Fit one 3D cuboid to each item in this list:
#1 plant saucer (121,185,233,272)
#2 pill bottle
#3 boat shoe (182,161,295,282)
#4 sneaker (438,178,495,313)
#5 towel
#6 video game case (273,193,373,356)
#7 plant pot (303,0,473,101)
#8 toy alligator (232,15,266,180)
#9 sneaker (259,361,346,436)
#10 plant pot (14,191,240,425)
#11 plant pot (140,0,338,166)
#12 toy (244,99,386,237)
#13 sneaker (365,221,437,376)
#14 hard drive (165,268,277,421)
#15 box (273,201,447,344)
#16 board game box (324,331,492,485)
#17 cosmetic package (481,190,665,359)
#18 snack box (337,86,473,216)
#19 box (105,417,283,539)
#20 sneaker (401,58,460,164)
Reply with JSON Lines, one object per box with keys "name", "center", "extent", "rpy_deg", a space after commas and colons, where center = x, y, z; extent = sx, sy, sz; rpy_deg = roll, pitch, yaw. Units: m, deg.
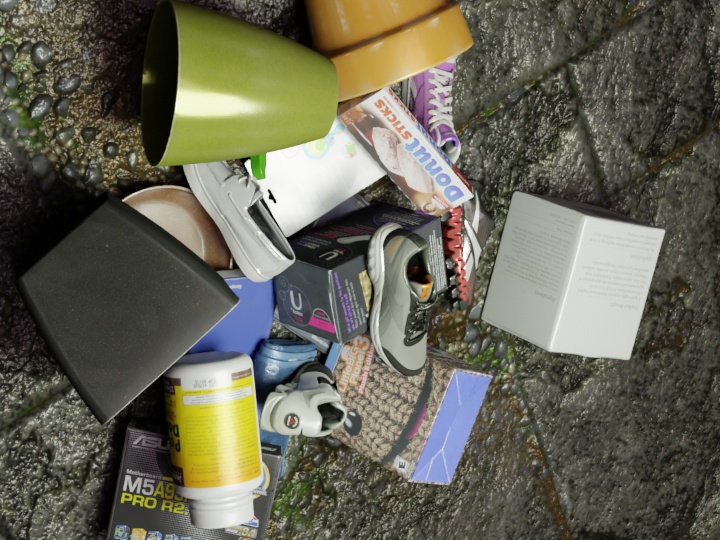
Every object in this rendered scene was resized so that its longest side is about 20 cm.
{"name": "plant saucer", "center": [-0.252, -0.010, 1.654], "extent": [0.200, 0.037, 0.201], "rpy_deg": [-11, 111, -30]}
{"name": "pill bottle", "center": [-0.176, 0.203, 1.632], "extent": [0.109, 0.109, 0.201], "rpy_deg": [-8, 96, -32]}
{"name": "boat shoe", "center": [-0.146, -0.082, 1.641], "extent": [0.200, 0.068, 0.072], "rpy_deg": [63, 25, -4]}
{"name": "sneaker", "center": [0.145, -0.040, 1.888], "extent": [0.098, 0.071, 0.201], "rpy_deg": [-18, 114, -25]}
{"name": "towel", "center": [-0.120, 0.187, 1.779], "extent": [0.112, 0.048, 0.201], "rpy_deg": [1, 110, -61]}
{"name": "video game case", "center": [-0.036, -0.002, 1.813], "extent": [0.143, 0.019, 0.200], "rpy_deg": [37, 85, -37]}
{"name": "plant pot", "center": [0.013, -0.325, 1.640], "extent": [0.200, 0.200, 0.184], "rpy_deg": [-27, 104, -24]}
{"name": "toy alligator", "center": [-0.132, -0.211, 1.657], "extent": [0.054, 0.059, 0.201], "rpy_deg": [-22, 102, -70]}
{"name": "sneaker", "center": [-0.055, 0.173, 1.717], "extent": [0.200, 0.088, 0.074], "rpy_deg": [-37, 141, -70]}
{"name": "plant pot", "center": [-0.276, 0.024, 1.516], "extent": [0.200, 0.200, 0.177], "rpy_deg": [-43, 103, -4]}
{"name": "plant pot", "center": [-0.133, -0.206, 1.547], "extent": [0.199, 0.187, 0.188], "rpy_deg": [2, 105, -21]}
{"name": "toy", "center": [-0.042, -0.146, 1.735], "extent": [0.200, 0.047, 0.115], "rpy_deg": [-31, 113, -6]}
{"name": "sneaker", "center": [0.057, 0.042, 1.658], "extent": [0.074, 0.079, 0.201], "rpy_deg": [-27, 121, -38]}
{"name": "hard drive", "center": [-0.172, 0.095, 1.720], "extent": [0.132, 0.025, 0.201], "rpy_deg": [-6, 117, -46]}
{"name": "box", "center": [0.000, 0.000, 1.732], "extent": [0.200, 0.122, 0.106], "rpy_deg": [-25, 118, -37]}
{"name": "board game box", "center": [0.048, 0.170, 1.806], "extent": [0.097, 0.200, 0.160], "rpy_deg": [16, 97, -52]}
{"name": "cosmetic package", "center": [0.304, 0.007, 1.953], "extent": [0.165, 0.165, 0.201], "rpy_deg": [8, 101, -35]}
{"name": "snack box", "center": [0.059, -0.149, 1.716], "extent": [0.072, 0.024, 0.200], "rpy_deg": [-30, 123, 23]}
{"name": "box", "center": [-0.211, 0.285, 1.722], "extent": [0.199, 0.044, 0.161], "rpy_deg": [12, 102, -6]}
{"name": "sneaker", "center": [0.104, -0.209, 1.777], "extent": [0.072, 0.114, 0.201], "rpy_deg": [7, 101, -34]}
